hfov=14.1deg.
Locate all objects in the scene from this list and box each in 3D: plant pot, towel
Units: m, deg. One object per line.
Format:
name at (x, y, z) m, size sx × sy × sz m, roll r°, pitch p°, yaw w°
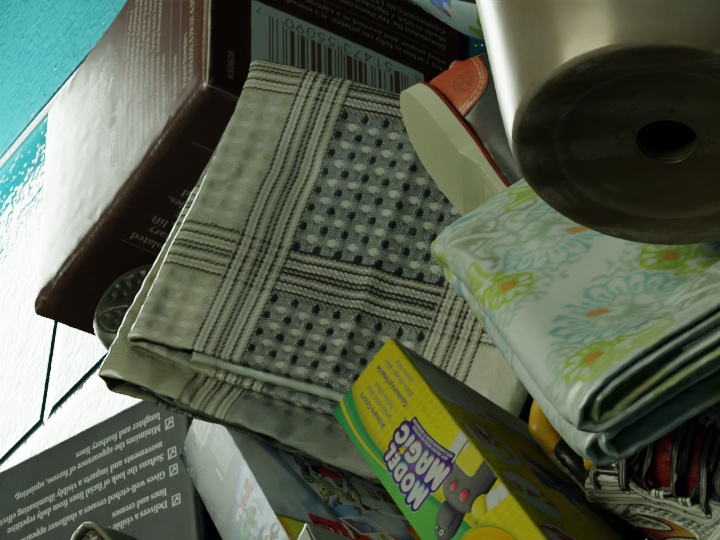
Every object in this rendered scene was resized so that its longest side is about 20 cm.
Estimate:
plant pot at (0.123, -0.112, 1.123) m, size 0.200 × 0.199 × 0.174 m, roll -43°, pitch 31°, yaw 45°
towel at (0.000, 0.000, 1.351) m, size 0.035 × 0.191 × 0.201 m, roll 88°, pitch -157°, yaw -60°
towel at (0.129, -0.013, 1.171) m, size 0.171 × 0.048 × 0.200 m, roll -28°, pitch 27°, yaw -3°

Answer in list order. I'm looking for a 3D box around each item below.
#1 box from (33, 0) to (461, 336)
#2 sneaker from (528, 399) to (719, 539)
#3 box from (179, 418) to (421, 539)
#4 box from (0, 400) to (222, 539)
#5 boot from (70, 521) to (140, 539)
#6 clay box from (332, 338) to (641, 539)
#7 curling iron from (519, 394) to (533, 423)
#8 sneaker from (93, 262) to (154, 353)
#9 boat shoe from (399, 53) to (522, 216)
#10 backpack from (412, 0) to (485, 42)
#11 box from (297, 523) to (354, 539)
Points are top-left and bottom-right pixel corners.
box at (-0.061, -0.066, 1.592) m, size 0.200 × 0.165 × 0.165 m, roll -49°, pitch 30°, yaw 38°
sneaker at (0.129, 0.081, 1.155) m, size 0.200 × 0.082 × 0.078 m, roll 14°, pitch 83°, yaw 66°
box at (0.006, 0.126, 1.315) m, size 0.038 × 0.136 × 0.200 m, roll -67°, pitch 22°, yaw 14°
box at (-0.095, 0.180, 1.438) m, size 0.148 × 0.107 × 0.201 m, roll -26°, pitch 57°, yaw 33°
boot at (-0.049, 0.163, 1.324) m, size 0.073 × 0.199 × 0.182 m, roll -55°, pitch 26°, yaw 26°
clay box at (0.074, 0.114, 1.174) m, size 0.048 × 0.115 × 0.200 m, roll -51°, pitch 34°, yaw 10°
curling iron at (0.032, 0.069, 1.442) m, size 0.200 × 0.025 × 0.050 m, roll -29°, pitch 82°, yaw 62°
sneaker at (-0.029, 0.039, 1.528) m, size 0.198 × 0.114 × 0.077 m, roll -13°, pitch 45°, yaw 17°
boat shoe at (0.091, -0.023, 1.310) m, size 0.200 × 0.062 × 0.071 m, roll 55°, pitch 160°, yaw 33°
backpack at (0.095, -0.170, 1.398) m, size 0.199 × 0.153 × 0.164 m, roll 9°, pitch 80°, yaw 45°
box at (0.002, 0.220, 1.221) m, size 0.201 × 0.155 × 0.041 m, roll -62°, pitch 22°, yaw 15°
